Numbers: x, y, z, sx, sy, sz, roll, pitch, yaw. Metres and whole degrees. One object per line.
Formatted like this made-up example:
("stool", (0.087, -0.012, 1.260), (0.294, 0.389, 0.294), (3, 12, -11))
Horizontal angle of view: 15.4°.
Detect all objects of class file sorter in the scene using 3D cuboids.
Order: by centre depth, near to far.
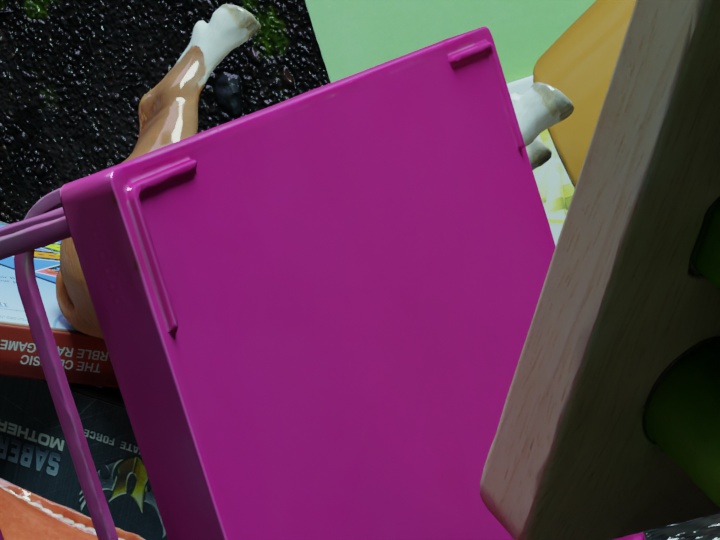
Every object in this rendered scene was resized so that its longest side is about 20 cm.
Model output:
("file sorter", (-0.038, 0.042, 0.603), (0.125, 0.140, 0.200), (-15, 6, 26))

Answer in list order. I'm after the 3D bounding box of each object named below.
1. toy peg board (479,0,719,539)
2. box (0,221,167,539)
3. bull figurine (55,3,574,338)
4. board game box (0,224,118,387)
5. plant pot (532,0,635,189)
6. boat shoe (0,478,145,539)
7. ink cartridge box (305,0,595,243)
("toy peg board", (0.151, -0.018, 0.526), (0.198, 0.201, 0.098), (-9, 40, -34))
("box", (-0.116, 0.031, 0.908), (0.199, 0.051, 0.158), (18, 16, 10))
("bull figurine", (0.000, 0.000, 0.775), (0.199, 0.122, 0.065), (19, -20, 28))
("board game box", (-0.113, 0.009, 0.852), (0.199, 0.020, 0.103), (8, 18, -27))
("plant pot", (0.160, -0.059, 0.812), (0.183, 0.201, 0.200), (-31, 2, 14))
("boat shoe", (-0.149, 0.062, 0.771), (0.198, 0.063, 0.071), (14, 12, 13))
("ink cartridge box", (0.063, -0.076, 1.102), (0.145, 0.202, 0.048), (-18, 4, -15))
